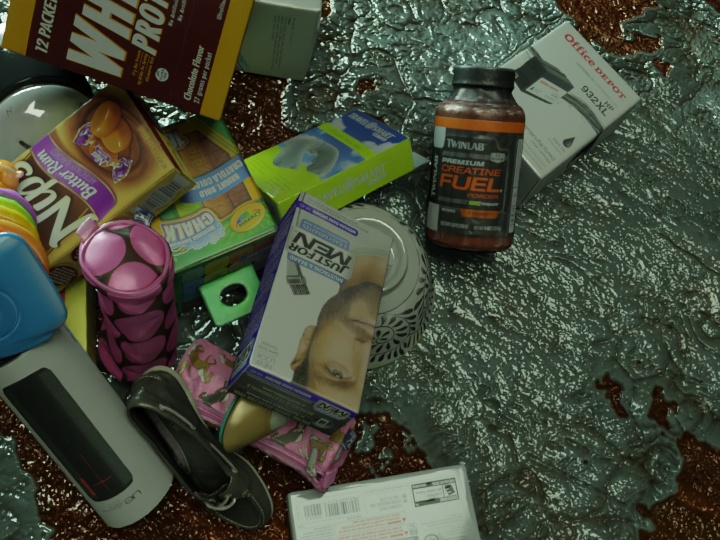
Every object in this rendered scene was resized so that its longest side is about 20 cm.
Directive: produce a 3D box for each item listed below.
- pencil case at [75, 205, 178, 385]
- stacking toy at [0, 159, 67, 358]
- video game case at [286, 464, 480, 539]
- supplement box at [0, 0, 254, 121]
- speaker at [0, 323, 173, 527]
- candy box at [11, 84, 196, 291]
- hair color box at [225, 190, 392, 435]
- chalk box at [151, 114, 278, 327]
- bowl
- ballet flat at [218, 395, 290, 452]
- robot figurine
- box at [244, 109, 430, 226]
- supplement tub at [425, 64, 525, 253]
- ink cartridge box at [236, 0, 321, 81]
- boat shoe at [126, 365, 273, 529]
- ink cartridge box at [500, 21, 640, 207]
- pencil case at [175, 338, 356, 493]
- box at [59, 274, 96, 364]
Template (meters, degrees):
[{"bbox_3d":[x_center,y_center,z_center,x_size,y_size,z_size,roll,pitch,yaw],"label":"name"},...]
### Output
[{"bbox_3d":[-0.223,0.033,0.781,0.092,0.201,0.091,26,54,5],"label":"pencil case"},{"bbox_3d":[-0.319,-0.031,0.696,0.114,0.111,0.202,-17,44,-4],"label":"stacking toy"},{"bbox_3d":[0.033,0.306,0.824,0.196,0.023,0.185,-5,70,-15],"label":"video game case"},{"bbox_3d":[-0.209,-0.256,0.785,0.197,0.198,0.135,17,107,-12],"label":"supplement box"},{"bbox_3d":[-0.255,0.140,0.742,0.081,0.081,0.202,-39,118,-23],"label":"speaker"},{"bbox_3d":[-0.271,-0.074,0.778,0.199,0.056,0.117,-38,72,4],"label":"candy box"},{"bbox_3d":[-0.042,0.036,0.753,0.108,0.065,0.203,26,52,-17],"label":"hair color box"},{"bbox_3d":[-0.168,-0.043,0.862,0.123,0.124,0.202,-24,75,-20],"label":"chalk box"},{"bbox_3d":[0.000,0.000,0.898,0.197,0.094,0.204,4,68,-10],"label":"bowl"},{"bbox_3d":[-0.062,0.096,0.773,0.062,0.069,0.201,19,49,15],"label":"ballet flat"},{"bbox_3d":[-0.353,-0.183,0.868,0.148,0.126,0.201,-18,57,-22],"label":"robot figurine"},{"bbox_3d":[-0.032,-0.123,0.934,0.198,0.048,0.122,-28,39,-20],"label":"box"},{"bbox_3d":[0.132,-0.128,0.924,0.105,0.107,0.204,1,102,-11],"label":"supplement tub"},{"bbox_3d":[-0.146,-0.340,0.973,0.196,0.145,0.148,7,68,-9],"label":"ink cartridge box"},{"bbox_3d":[-0.156,0.185,0.772,0.202,0.066,0.057,57,21,-16],"label":"boat shoe"},{"bbox_3d":[0.234,-0.202,1.032,0.199,0.084,0.146,-36,79,-22],"label":"ink cartridge box"},{"bbox_3d":[-0.102,0.146,0.823,0.198,0.087,0.084,28,73,3],"label":"pencil case"},{"bbox_3d":[-0.302,0.026,0.834,0.049,0.075,0.204,-3,70,-11],"label":"box"}]
